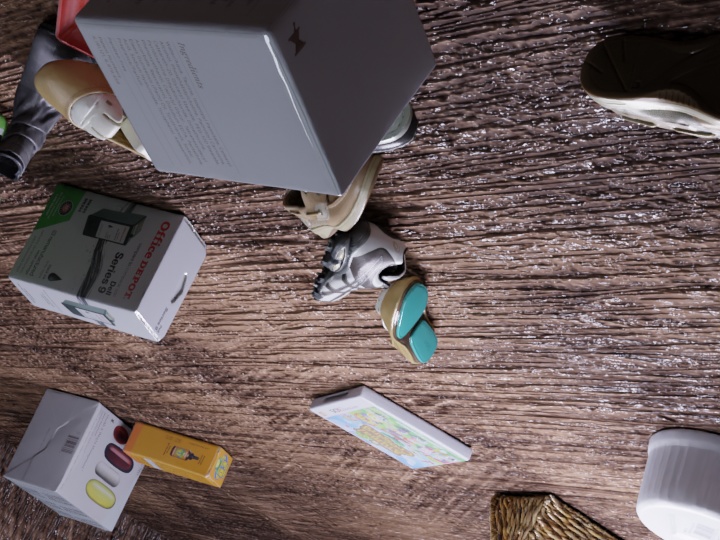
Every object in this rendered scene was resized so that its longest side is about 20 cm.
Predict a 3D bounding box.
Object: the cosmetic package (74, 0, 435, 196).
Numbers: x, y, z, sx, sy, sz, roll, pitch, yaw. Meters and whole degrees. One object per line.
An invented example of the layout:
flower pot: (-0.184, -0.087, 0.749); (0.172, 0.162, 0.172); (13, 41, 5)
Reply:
cosmetic package: (-0.081, -0.182, 1.277); (0.199, 0.168, 0.167); (10, 141, 35)

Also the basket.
basket: (0.287, 0.444, 2.447); (0.200, 0.143, 0.149); (35, 156, -25)

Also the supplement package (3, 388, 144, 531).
supplement package: (-0.541, 0.366, 3.090); (0.146, 0.192, 0.200); (11, 156, 33)

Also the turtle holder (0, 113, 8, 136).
turtle holder: (-0.500, -0.129, 1.906); (0.131, 0.141, 0.186); (34, 125, 22)

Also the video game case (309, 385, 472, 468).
video game case: (0.043, 0.237, 2.386); (0.199, 0.022, 0.182); (31, 158, -17)

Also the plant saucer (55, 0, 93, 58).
plant saucer: (-0.186, -0.229, 1.508); (0.199, 0.037, 0.200); (26, 160, -4)

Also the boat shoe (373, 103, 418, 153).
boat shoe: (-0.017, -0.141, 1.492); (0.201, 0.072, 0.061); (14, 162, 43)

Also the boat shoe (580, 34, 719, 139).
boat shoe: (0.264, -0.133, 1.208); (0.199, 0.073, 0.065); (11, 164, 37)

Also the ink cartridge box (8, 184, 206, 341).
ink cartridge box: (-0.315, -0.012, 2.012); (0.199, 0.147, 0.084); (13, 156, 24)

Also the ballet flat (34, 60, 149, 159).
ballet flat: (-0.240, -0.155, 1.636); (0.199, 0.063, 0.069); (21, 126, -40)

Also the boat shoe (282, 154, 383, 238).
boat shoe: (-0.033, -0.081, 1.644); (0.064, 0.072, 0.200); (28, 160, -11)

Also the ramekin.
ramekin: (0.436, 0.284, 1.967); (0.199, 0.098, 0.201); (21, 159, 8)

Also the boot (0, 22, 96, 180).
boot: (-0.339, -0.168, 1.682); (0.070, 0.132, 0.200); (26, 159, -5)

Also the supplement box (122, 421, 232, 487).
supplement box: (-0.342, 0.345, 3.000); (0.199, 0.067, 0.069); (13, 156, 30)

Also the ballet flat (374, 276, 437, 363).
ballet flat: (0.046, 0.054, 1.895); (0.063, 0.069, 0.200); (31, 161, 22)

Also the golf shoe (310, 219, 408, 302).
golf shoe: (0.000, 0.000, 1.795); (0.094, 0.078, 0.200); (19, 164, -2)
